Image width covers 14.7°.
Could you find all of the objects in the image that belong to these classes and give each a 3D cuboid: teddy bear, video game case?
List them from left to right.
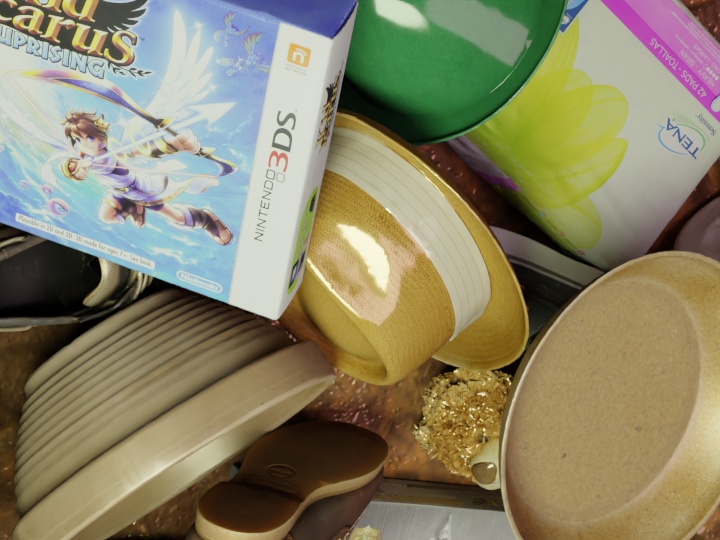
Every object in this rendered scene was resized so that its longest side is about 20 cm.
[{"bbox_3d":[-0.114,-0.085,1.435,0.199,0.045,0.182,19,127,8],"label":"video game case"},{"bbox_3d":[0.133,0.109,1.696,0.199,0.145,0.067,16,72,-38],"label":"teddy bear"}]

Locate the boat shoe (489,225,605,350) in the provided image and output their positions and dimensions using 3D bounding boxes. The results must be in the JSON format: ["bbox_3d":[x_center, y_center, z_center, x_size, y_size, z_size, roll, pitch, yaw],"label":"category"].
[{"bbox_3d":[0.094,0.027,1.657,0.199,0.070,0.067,21,61,-26],"label":"boat shoe"}]

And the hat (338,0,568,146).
[{"bbox_3d":[-0.016,-0.172,1.476,0.176,0.199,0.166,26,72,-48],"label":"hat"}]

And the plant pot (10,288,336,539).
[{"bbox_3d":[-0.120,0.075,1.538,0.200,0.201,0.093,-32,83,-15],"label":"plant pot"}]

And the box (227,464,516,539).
[{"bbox_3d":[-0.002,0.206,1.702,0.199,0.048,0.159,8,104,-31],"label":"box"}]

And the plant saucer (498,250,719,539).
[{"bbox_3d":[0.147,0.079,1.590,0.200,0.035,0.201,-15,117,-33],"label":"plant saucer"}]

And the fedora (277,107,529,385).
[{"bbox_3d":[0.000,0.000,1.541,0.082,0.200,0.201,-48,124,-25],"label":"fedora"}]

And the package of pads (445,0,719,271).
[{"bbox_3d":[0.129,-0.106,1.651,0.200,0.068,0.155,40,86,-32],"label":"package of pads"}]

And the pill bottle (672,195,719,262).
[{"bbox_3d":[0.278,0.051,1.763,0.111,0.111,0.200,-33,120,-15],"label":"pill bottle"}]

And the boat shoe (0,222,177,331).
[{"bbox_3d":[-0.145,-0.001,1.535,0.199,0.073,0.075,-17,115,-23],"label":"boat shoe"}]

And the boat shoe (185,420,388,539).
[{"bbox_3d":[-0.045,0.141,1.567,0.200,0.070,0.071,-29,131,-60],"label":"boat shoe"}]
